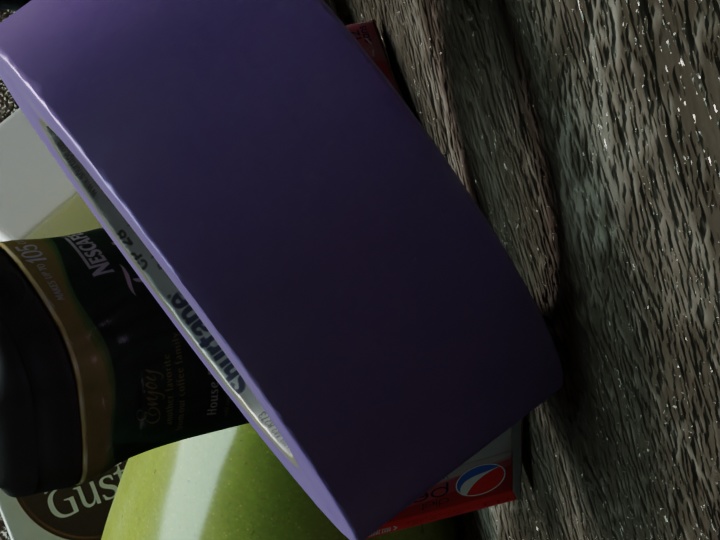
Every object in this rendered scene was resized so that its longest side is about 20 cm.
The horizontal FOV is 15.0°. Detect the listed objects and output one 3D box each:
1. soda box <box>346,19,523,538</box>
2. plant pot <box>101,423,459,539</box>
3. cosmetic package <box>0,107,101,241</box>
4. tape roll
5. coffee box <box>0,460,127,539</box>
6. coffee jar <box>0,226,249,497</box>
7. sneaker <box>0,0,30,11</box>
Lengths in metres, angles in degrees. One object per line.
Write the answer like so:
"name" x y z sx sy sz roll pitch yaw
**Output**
"soda box" 0.000 0.000 1.031 0.063 0.070 0.200 86 168 -50
"plant pot" -0.032 0.107 1.235 0.187 0.187 0.200 -111 21 -47
"cosmetic package" -0.124 -0.059 1.443 0.071 0.200 0.102 34 153 28
"tape roll" -0.028 -0.017 0.867 0.200 0.085 0.200 53 175 7
"coffee box" -0.085 0.121 1.466 0.200 0.199 0.198 176 73 -85
"coffee jar" -0.076 0.021 1.108 0.104 0.200 0.086 47 146 46
"sneaker" -0.086 -0.091 1.189 0.200 0.084 0.075 34 143 24
